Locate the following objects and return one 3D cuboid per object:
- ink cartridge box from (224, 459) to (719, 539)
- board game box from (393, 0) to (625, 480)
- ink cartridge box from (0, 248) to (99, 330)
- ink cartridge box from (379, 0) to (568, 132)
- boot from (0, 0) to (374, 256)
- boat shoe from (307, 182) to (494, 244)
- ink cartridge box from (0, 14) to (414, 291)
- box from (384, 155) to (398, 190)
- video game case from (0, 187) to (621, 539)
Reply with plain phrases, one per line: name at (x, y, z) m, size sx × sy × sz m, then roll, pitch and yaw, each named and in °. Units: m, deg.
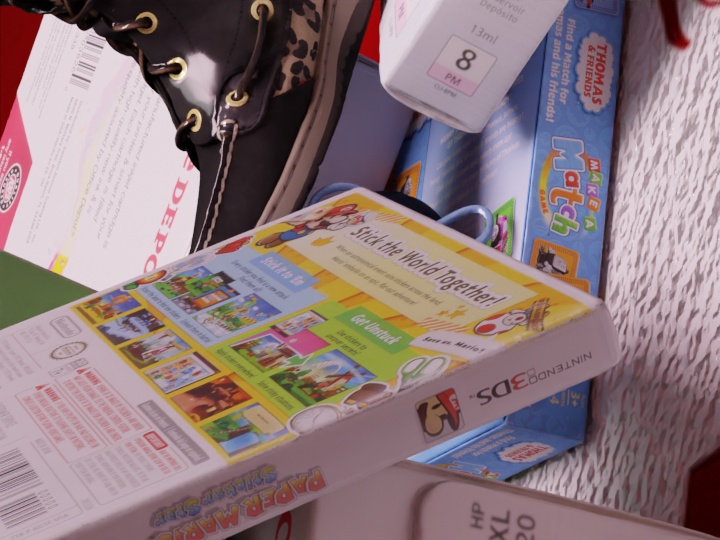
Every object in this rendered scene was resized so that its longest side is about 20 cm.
ink cartridge box at (0.011, 0.160, 0.722) m, size 0.200 × 0.144 × 0.148 m, roll 138°, pitch 142°, yaw -62°
board game box at (0.049, -0.017, 0.920) m, size 0.151 × 0.036 × 0.201 m, roll 143°, pitch 137°, yaw -63°
ink cartridge box at (-0.120, 0.049, 0.937) m, size 0.145 × 0.199 × 0.048 m, roll -38°, pitch 35°, yaw 60°
ink cartridge box at (0.073, -0.171, 0.862) m, size 0.201 × 0.057 × 0.163 m, roll -59°, pitch 16°, yaw 31°
boot at (-0.079, -0.085, 0.875) m, size 0.073 × 0.150 × 0.201 m, roll 137°, pitch 153°, yaw -73°
boat shoe at (0.000, 0.000, 0.869) m, size 0.200 × 0.084 × 0.069 m, roll 13°, pitch 85°, yaw 70°
ink cartridge box at (-0.080, -0.045, 1.037) m, size 0.200 × 0.085 × 0.148 m, roll 26°, pitch 96°, yaw 53°
box at (-0.040, 0.012, 1.074) m, size 0.119 × 0.041 × 0.201 m, roll 25°, pitch 97°, yaw 48°
video game case at (-0.045, 0.031, 0.690) m, size 0.200 × 0.181 × 0.023 m, roll 29°, pitch 139°, yaw 68°
